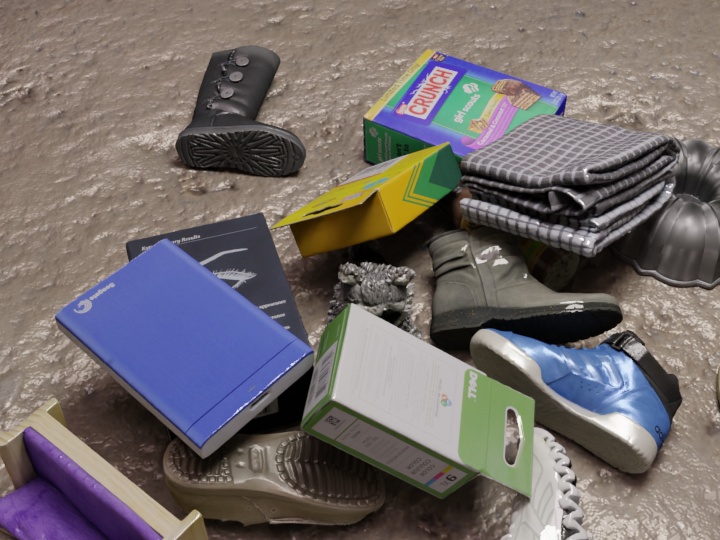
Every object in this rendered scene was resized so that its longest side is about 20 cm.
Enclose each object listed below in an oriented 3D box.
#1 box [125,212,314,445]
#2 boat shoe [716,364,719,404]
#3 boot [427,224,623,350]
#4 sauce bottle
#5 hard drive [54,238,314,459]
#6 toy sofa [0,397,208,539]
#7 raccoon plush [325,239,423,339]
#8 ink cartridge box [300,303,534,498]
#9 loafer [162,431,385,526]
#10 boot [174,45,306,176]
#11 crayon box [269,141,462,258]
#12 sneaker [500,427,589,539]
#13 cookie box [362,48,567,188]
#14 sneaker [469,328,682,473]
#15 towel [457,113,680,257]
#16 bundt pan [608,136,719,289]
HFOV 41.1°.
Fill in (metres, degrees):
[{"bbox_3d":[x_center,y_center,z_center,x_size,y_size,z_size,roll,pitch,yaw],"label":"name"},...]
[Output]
[{"bbox_3d":[-0.137,0.056,0.939,0.146,0.105,0.201,-12,47,-11],"label":"box"},{"bbox_3d":[0.407,0.068,0.953,0.071,0.065,0.201,21,50,19],"label":"boat shoe"},{"bbox_3d":[0.160,0.004,0.972,0.197,0.068,0.132,-5,60,17],"label":"boot"},{"bbox_3d":[0.148,-0.048,1.067,0.064,0.065,0.199,-33,53,-28],"label":"sauce bottle"},{"bbox_3d":[-0.156,0.060,0.845,0.199,0.026,0.132,34,56,28],"label":"hard drive"},{"bbox_3d":[-0.228,0.208,0.811,0.199,0.083,0.097,30,52,26],"label":"toy sofa"},{"bbox_3d":[0.000,0.000,0.970,0.096,0.135,0.201,-14,48,-11],"label":"raccoon plush"},{"bbox_3d":[0.053,0.123,0.826,0.198,0.059,0.105,28,44,-16],"label":"ink cartridge box"},{"bbox_3d":[-0.076,0.186,0.845,0.197,0.069,0.076,11,46,-12],"label":"loafer"},{"bbox_3d":[-0.133,-0.210,1.228,0.162,0.066,0.201,7,42,5],"label":"boot"},{"bbox_3d":[0.010,-0.071,1.020,0.126,0.051,0.200,-13,15,37],"label":"crayon box"},{"bbox_3d":[0.151,0.222,0.809,0.080,0.076,0.202,-9,46,4],"label":"sneaker"},{"bbox_3d":[0.127,-0.175,1.179,0.198,0.076,0.172,23,51,21],"label":"cookie box"},{"bbox_3d":[0.209,0.094,0.919,0.199,0.077,0.111,31,59,21],"label":"sneaker"},{"bbox_3d":[0.215,-0.101,0.997,0.164,0.087,0.199,20,33,38],"label":"towel"},{"bbox_3d":[0.370,-0.079,1.088,0.199,0.076,0.203,-1,46,1],"label":"bundt pan"}]
